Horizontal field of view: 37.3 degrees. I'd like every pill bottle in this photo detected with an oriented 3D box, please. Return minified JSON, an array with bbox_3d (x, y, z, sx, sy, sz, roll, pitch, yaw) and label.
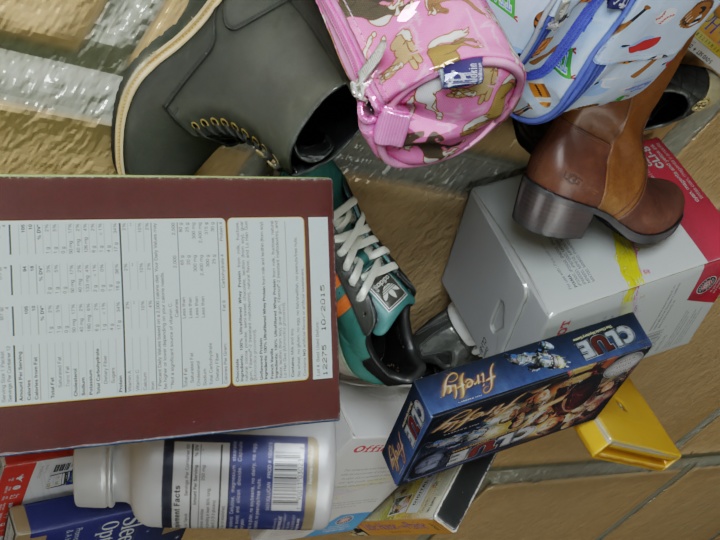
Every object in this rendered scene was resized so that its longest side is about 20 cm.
[{"bbox_3d":[-0.123,0.149,0.854,0.199,0.111,0.111,3,142,-7],"label":"pill bottle"}]

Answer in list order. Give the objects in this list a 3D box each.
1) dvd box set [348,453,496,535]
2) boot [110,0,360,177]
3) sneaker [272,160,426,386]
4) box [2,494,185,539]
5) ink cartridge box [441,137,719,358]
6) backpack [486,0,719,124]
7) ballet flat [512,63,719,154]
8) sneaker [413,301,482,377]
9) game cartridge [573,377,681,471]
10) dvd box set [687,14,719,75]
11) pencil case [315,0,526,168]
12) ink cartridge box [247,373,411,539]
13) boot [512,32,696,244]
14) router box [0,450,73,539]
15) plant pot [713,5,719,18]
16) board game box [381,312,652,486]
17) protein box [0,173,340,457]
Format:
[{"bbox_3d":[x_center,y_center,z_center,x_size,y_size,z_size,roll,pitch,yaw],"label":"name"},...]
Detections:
[{"bbox_3d":[0.063,0.199,1.077,0.147,0.029,0.200,-57,-164,-28],"label":"dvd box set"},{"bbox_3d":[-0.075,-0.082,0.623,0.077,0.139,0.200,1,139,-39],"label":"boot"},{"bbox_3d":[0.000,0.000,0.788,0.071,0.080,0.201,-40,124,-31],"label":"sneaker"},{"bbox_3d":[-0.223,0.237,0.975,0.199,0.032,0.121,-8,143,-31],"label":"box"},{"bbox_3d":[0.197,-0.001,0.944,0.199,0.145,0.146,-16,148,-20],"label":"ink cartridge box"},{"bbox_3d":[0.110,-0.177,0.593,0.153,0.201,0.191,-16,154,-16],"label":"backpack"},{"bbox_3d":[0.214,-0.123,0.866,0.199,0.057,0.067,-16,147,-20],"label":"ballet flat"},{"bbox_3d":[0.106,0.091,1.089,0.090,0.067,0.200,-29,147,12],"label":"sneaker"},{"bbox_3d":[0.223,0.104,1.063,0.032,0.200,0.176,-44,145,20],"label":"game cartridge"},{"bbox_3d":[0.314,-0.244,0.795,0.200,0.029,0.146,-44,145,24],"label":"dvd box set"},{"bbox_3d":[0.007,-0.152,0.532,0.083,0.201,0.086,-28,159,12],"label":"pencil case"},{"bbox_3d":[-0.024,0.146,1.003,0.128,0.125,0.200,6,135,-43],"label":"ink cartridge box"},{"bbox_3d":[0.211,-0.124,0.800,0.188,0.068,0.201,3,117,-33],"label":"boot"},{"bbox_3d":[-0.255,0.196,0.968,0.179,0.049,0.200,-5,141,-33],"label":"router box"},{"bbox_3d":[0.274,-0.246,0.629,0.183,0.201,0.200,-24,152,23],"label":"plant pot"},{"bbox_3d":[0.124,0.106,0.870,0.199,0.035,0.136,-15,151,-20],"label":"board game box"},{"bbox_3d":[-0.144,0.021,0.616,0.199,0.136,0.198,-2,180,-27],"label":"protein box"}]
